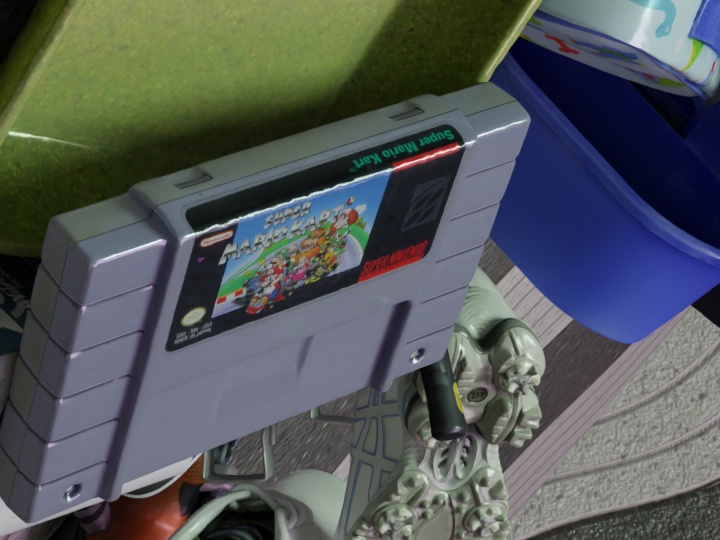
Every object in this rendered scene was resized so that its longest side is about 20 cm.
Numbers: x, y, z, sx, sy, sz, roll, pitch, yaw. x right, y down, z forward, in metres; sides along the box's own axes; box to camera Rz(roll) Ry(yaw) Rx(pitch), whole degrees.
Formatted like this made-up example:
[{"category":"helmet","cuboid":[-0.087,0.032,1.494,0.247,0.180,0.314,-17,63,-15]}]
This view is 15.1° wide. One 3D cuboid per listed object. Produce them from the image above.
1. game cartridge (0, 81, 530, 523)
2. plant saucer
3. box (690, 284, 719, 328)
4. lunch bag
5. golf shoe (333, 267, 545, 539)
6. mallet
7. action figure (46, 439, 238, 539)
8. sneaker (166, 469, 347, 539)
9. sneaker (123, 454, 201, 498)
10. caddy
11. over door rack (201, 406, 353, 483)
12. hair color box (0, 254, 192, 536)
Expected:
[{"category":"game cartridge","cuboid":[-0.032,0.008,0.954,0.200,0.038,0.130,-20,147,-37]},{"category":"plant saucer","cuboid":[-0.034,-0.090,0.931,0.200,0.048,0.200,7,125,-46]},{"category":"box","cuboid":[0.222,-0.077,1.338,0.124,0.197,0.200,-37,163,-48]},{"category":"lunch bag","cuboid":[0.079,-0.130,1.076,0.083,0.161,0.200,-66,165,5]},{"category":"golf shoe","cuboid":[0.028,0.074,1.248,0.078,0.097,0.200,2,131,-23]},{"category":"mallet","cuboid":[0.014,-0.029,1.142,0.041,0.200,0.066,-15,160,8]},{"category":"action figure","cuboid":[-0.113,0.112,1.366,0.194,0.104,0.200,121,-16,-60]},{"category":"sneaker","cuboid":[-0.045,0.133,1.272,0.200,0.073,0.071,-45,154,-60]},{"category":"sneaker","cuboid":[-0.064,0.027,1.170,0.200,0.071,0.099,-61,-163,17]},{"category":"caddy","cuboid":[0.117,-0.067,1.225,0.141,0.200,0.105,-32,167,-51]},{"category":"over door rack","cuboid":[0.000,0.000,1.289,0.148,0.066,0.200,-20,126,-67]},{"category":"hair color box","cuboid":[-0.128,0.041,0.973,0.200,0.060,0.100,-16,139,-52]}]
